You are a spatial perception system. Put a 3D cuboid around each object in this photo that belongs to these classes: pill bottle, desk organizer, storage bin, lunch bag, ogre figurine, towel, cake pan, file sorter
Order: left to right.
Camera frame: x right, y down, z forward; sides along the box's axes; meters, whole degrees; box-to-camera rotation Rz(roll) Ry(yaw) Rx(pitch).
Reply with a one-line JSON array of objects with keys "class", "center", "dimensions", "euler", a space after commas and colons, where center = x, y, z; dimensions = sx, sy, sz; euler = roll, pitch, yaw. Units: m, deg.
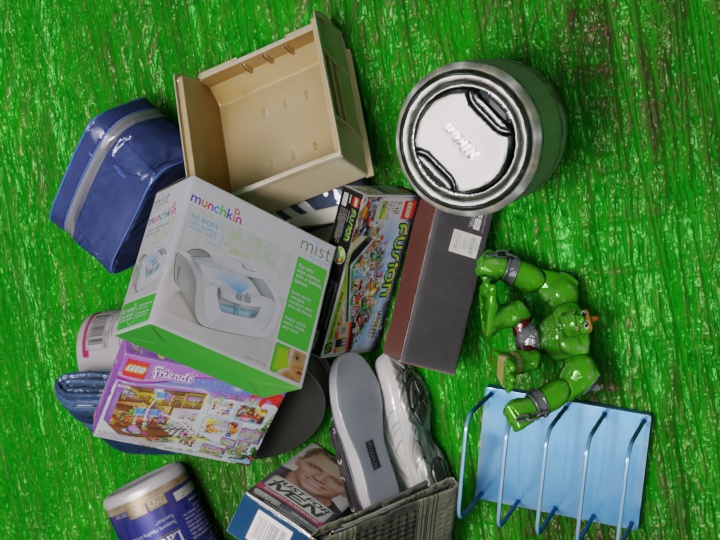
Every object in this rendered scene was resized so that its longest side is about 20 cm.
[{"class": "towel", "center": [-0.297, 0.180, 1.762], "dimensions": [0.110, 0.200, 0.049], "euler": [-3, 64, 13]}, {"class": "lunch bag", "center": [-0.290, -0.104, 1.738], "dimensions": [0.132, 0.136, 0.201], "euler": [40, 121, 14]}, {"class": "pill bottle", "center": [-0.244, 0.097, 1.774], "dimensions": [0.198, 0.113, 0.115], "euler": [-8, 97, 22]}, {"class": "pill bottle", "center": [-0.239, 0.359, 1.818], "dimensions": [0.115, 0.116, 0.202], "euler": [-25, 91, 22]}, {"class": "cake pan", "center": [-0.128, 0.157, 1.720], "dimensions": [0.198, 0.037, 0.202], "euler": [-4, 130, -5]}, {"class": "storage bin", "center": [-0.103, -0.177, 1.654], "dimensions": [0.198, 0.094, 0.201], "euler": [-20, 67, 23]}, {"class": "towel", "center": [0.025, 0.324, 1.652], "dimensions": [0.201, 0.191, 0.035], "euler": [93, 152, -47]}, {"class": "desk organizer", "center": [0.089, 0.012, 1.654], "dimensions": [0.071, 0.077, 0.202], "euler": [14, 89, -16]}, {"class": "ogre figurine", "center": [0.202, 0.071, 1.597], "dimensions": [0.118, 0.201, 0.099], "euler": [-6, 142, -14]}, {"class": "file sorter", "center": [0.220, 0.228, 1.621], "dimensions": [0.198, 0.123, 0.140], "euler": [8, 103, 18]}]

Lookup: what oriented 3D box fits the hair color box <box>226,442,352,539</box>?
[{"class": "hair color box", "center": [-0.068, 0.281, 1.693], "dimensions": [0.099, 0.200, 0.061], "euler": [31, 109, 13]}]

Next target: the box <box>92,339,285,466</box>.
[{"class": "box", "center": [-0.199, 0.153, 1.654], "dimensions": [0.198, 0.039, 0.138], "euler": [14, 126, -20]}]

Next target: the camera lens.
[{"class": "camera lens", "center": [0.136, -0.148, 1.543], "dimensions": [0.158, 0.200, 0.162], "euler": [3, 100, 19]}]

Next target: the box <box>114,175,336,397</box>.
[{"class": "box", "center": [-0.147, 0.021, 1.569], "dimensions": [0.096, 0.199, 0.178], "euler": [-16, 53, 54]}]

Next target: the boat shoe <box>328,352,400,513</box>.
[{"class": "boat shoe", "center": [-0.007, 0.199, 1.675], "dimensions": [0.066, 0.070, 0.202], "euler": [-15, 92, 49]}]

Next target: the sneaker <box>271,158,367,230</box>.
[{"class": "sneaker", "center": [-0.083, -0.088, 1.710], "dimensions": [0.198, 0.075, 0.086], "euler": [-12, 89, 16]}]

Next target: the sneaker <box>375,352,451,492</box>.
[{"class": "sneaker", "center": [0.038, 0.199, 1.709], "dimensions": [0.098, 0.078, 0.202], "euler": [-13, 93, 26]}]

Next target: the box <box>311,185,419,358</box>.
[{"class": "box", "center": [0.000, 0.000, 1.667], "dimensions": [0.035, 0.110, 0.202], "euler": [26, 109, 35]}]

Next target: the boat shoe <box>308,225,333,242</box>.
[{"class": "boat shoe", "center": [-0.089, 0.002, 1.728], "dimensions": [0.198, 0.075, 0.066], "euler": [-19, 136, 17]}]
